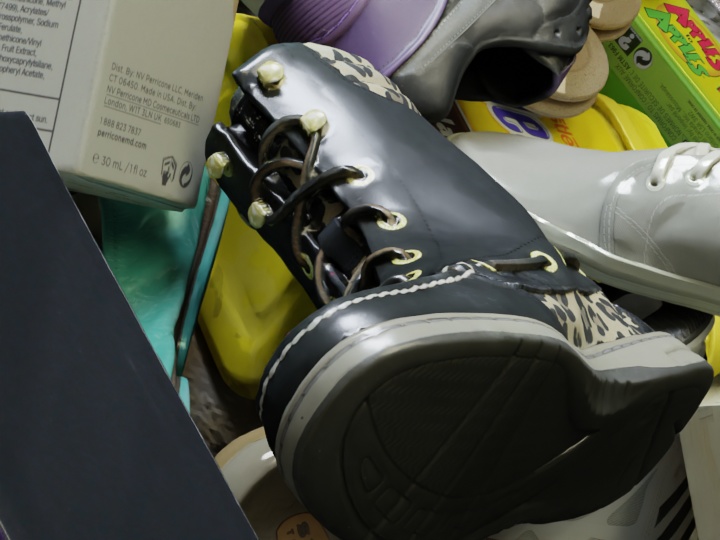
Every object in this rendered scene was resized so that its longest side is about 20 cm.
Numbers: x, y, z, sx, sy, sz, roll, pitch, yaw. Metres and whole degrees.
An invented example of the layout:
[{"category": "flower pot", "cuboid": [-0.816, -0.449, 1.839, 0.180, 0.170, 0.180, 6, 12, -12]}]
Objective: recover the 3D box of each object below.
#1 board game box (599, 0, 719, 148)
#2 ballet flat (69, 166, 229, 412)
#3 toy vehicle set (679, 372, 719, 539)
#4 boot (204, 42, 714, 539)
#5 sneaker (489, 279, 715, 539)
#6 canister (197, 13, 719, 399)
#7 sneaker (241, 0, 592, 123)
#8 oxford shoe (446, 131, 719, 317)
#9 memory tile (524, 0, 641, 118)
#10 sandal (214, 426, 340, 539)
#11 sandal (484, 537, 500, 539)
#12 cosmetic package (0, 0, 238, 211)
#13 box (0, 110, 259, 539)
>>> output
[{"category": "board game box", "cuboid": [0.110, -0.050, 1.007, 0.200, 0.102, 0.048, 54, 33, 13]}, {"category": "ballet flat", "cuboid": [-0.082, 0.036, 0.741, 0.070, 0.068, 0.201, 11, 40, -7]}, {"category": "toy vehicle set", "cuboid": [0.159, 0.123, 0.841, 0.124, 0.026, 0.202, -28, 109, -57]}, {"category": "boot", "cuboid": [0.000, 0.001, 0.686, 0.154, 0.074, 0.203, 44, 19, 25]}, {"category": "sneaker", "cuboid": [0.042, 0.092, 0.796, 0.200, 0.116, 0.075, -26, 30, -27]}, {"category": "canister", "cuboid": [0.032, -0.009, 0.889, 0.199, 0.087, 0.149, 10, 45, -41]}, {"category": "sneaker", "cuboid": [0.052, -0.101, 0.863, 0.199, 0.076, 0.088, -31, 83, -35]}, {"category": "oxford shoe", "cuboid": [0.119, -0.018, 0.799, 0.199, 0.058, 0.075, 19, 24, 22]}, {"category": "memory tile", "cuboid": [0.022, -0.150, 0.939, 0.199, 0.017, 0.154, 32, 44, -2]}, {"category": "sandal", "cuboid": [0.013, 0.136, 0.675, 0.080, 0.054, 0.201, -26, 100, -27]}, {"category": "sandal", "cuboid": [0.052, 0.136, 0.757, 0.211, 0.078, 0.070, 17, 39, -46]}, {"category": "cosmetic package", "cuboid": [-0.086, -0.127, 0.740, 0.105, 0.202, 0.071, 12, -1, 27]}, {"category": "box", "cuboid": [-0.099, 0.084, 0.581, 0.079, 0.141, 0.201, -6, 57, -48]}]
